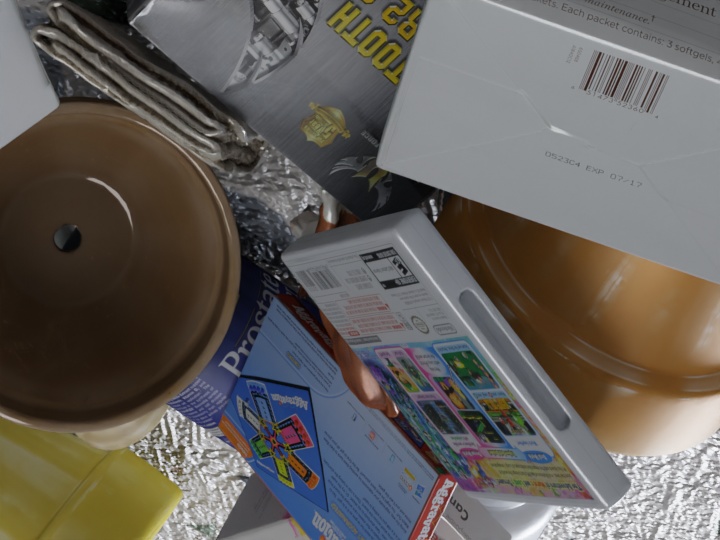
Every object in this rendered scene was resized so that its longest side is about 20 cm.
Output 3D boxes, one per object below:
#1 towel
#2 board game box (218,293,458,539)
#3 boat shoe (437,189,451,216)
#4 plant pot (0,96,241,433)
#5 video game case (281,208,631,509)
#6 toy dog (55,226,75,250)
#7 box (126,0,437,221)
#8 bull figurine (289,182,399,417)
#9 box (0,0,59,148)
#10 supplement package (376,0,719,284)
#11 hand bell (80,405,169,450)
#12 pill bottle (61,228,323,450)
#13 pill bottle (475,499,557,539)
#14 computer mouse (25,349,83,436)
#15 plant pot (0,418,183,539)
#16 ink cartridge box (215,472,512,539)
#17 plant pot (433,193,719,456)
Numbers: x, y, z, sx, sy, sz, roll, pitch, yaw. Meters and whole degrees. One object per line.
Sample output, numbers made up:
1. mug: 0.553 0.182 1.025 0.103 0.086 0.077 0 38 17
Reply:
1. towel: -0.114 -0.104 1.351 0.132 0.035 0.200 35 -177 0
2. board game box: -0.017 0.110 1.459 0.019 0.200 0.104 8 116 -40
3. boat shoe: 0.060 0.005 1.489 0.062 0.072 0.200 7 151 11
4. plant pot: -0.177 -0.010 1.447 0.200 0.202 0.093 31 -175 -17
5. video game case: 0.046 0.050 1.270 0.182 0.024 0.200 52 163 -9
6. toy dog: -0.297 -0.012 1.619 0.198 0.097 0.132 -15 160 -13
7. box: -0.002 -0.135 1.275 0.158 0.048 0.200 -41 118 17
8. bull figurine: 0.000 0.000 1.448 0.065 0.200 0.122 -13 127 -10
9. box: -0.280 -0.160 1.312 0.200 0.106 0.153 41 159 35
10. supplement package: 0.133 -0.135 1.136 0.190 0.201 0.147 19 146 -1
11. hand bell: -0.220 0.044 1.598 0.103 0.105 0.200 -6 157 33
12. pill bottle: -0.106 0.038 1.578 0.199 0.112 0.112 35 143 -23
13. pill bottle: 0.079 0.147 1.617 0.110 0.112 0.200 19 155 1
14. computer mouse: -0.271 0.066 1.557 0.198 0.044 0.110 8 166 22
15. plant pot: -0.268 0.195 1.824 0.188 0.201 0.201 36 145 1
16. ink cartridge box: 0.013 0.170 1.529 0.117 0.068 0.199 46 141 -20
17. plant pot: 0.161 -0.034 1.294 0.199 0.201 0.184 24 130 -8
